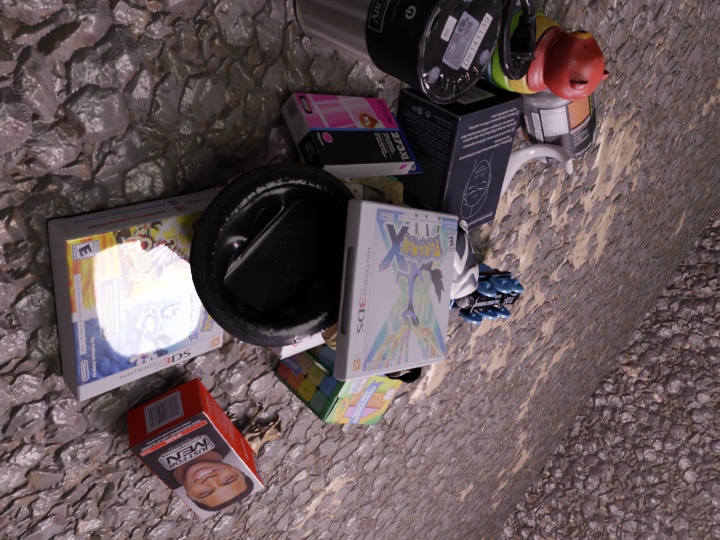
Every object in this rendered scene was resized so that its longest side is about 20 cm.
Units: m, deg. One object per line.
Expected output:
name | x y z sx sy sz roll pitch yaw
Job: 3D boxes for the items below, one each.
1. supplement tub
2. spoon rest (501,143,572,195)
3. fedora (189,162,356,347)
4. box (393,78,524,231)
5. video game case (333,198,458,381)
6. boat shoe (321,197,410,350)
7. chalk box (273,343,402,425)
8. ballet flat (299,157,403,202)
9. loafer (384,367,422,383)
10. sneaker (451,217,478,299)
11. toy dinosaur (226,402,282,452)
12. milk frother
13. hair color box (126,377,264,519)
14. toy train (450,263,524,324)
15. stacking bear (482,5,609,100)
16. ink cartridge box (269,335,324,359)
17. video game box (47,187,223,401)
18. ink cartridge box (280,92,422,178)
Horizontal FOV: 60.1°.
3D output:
supplement tub | 0.314 -0.276 1.004 0.123 0.122 0.200 -48 146 -8
spoon rest | 0.243 -0.158 1.027 0.197 0.061 0.100 -18 148 11
fedora | -0.089 -0.017 0.678 0.198 0.091 0.204 1 87 -22
box | 0.132 -0.159 0.898 0.147 0.107 0.202 -24 135 -37
video game case | 0.047 0.021 0.704 0.199 0.022 0.186 1 95 -53
boat shoe | 0.000 0.000 0.775 0.076 0.071 0.202 36 80 -41
chalk box | -0.035 0.146 0.944 0.199 0.124 0.125 23 100 -54
ballet flat | -0.003 -0.104 0.809 0.199 0.070 0.071 11 111 -56
loafer | 0.050 0.119 0.837 0.072 0.072 0.200 -17 166 13
sneaker | 0.069 -0.011 0.829 0.196 0.080 0.131 -17 120 -15
toy dinosaur | -0.180 0.261 0.923 0.198 0.058 0.102 -20 134 -40
milk frother | 0.071 -0.269 0.659 0.182 0.188 0.200 -54 146 2
hair color box | -0.211 0.239 0.819 0.100 0.062 0.201 -26 134 -4
toy train | 0.222 0.034 1.165 0.198 0.114 0.088 -4 126 -48
stacking bear | 0.227 -0.288 0.819 0.120 0.199 0.115 -22 135 -38
ink cartridge box | -0.045 0.014 0.851 0.198 0.085 0.149 -14 128 -42
video game box | -0.230 0.024 0.674 0.181 0.047 0.202 -22 134 -42
ink cartridge box | 0.003 -0.161 0.752 0.198 0.096 0.037 -11 163 -47
